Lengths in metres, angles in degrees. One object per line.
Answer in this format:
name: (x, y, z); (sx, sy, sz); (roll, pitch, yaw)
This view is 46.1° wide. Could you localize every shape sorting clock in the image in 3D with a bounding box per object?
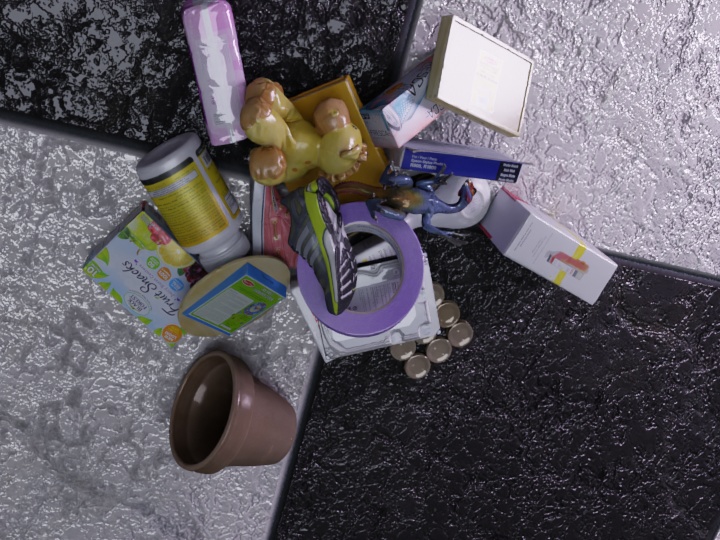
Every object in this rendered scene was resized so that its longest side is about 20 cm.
shape sorting clock: (-0.205, 0.042, 1.379); (0.196, 0.040, 0.201); (-22, 153, -12)

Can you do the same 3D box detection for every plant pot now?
plant pot: (-0.208, 0.259, 1.460); (0.173, 0.201, 0.202); (25, 107, -39)

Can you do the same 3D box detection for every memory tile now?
memory tile: (0.101, 0.091, 1.525); (0.152, 0.017, 0.201); (-37, 113, 6)

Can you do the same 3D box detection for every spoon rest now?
spoon rest: (0.137, -0.100, 1.430); (0.197, 0.060, 0.101); (-28, 117, -19)

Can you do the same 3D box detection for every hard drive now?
hard drive: (0.024, 0.056, 1.378); (0.195, 0.038, 0.143); (-12, 102, -3)

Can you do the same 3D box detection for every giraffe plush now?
giraffe plush: (-0.072, -0.188, 1.239); (0.158, 0.175, 0.203); (-7, 129, 9)

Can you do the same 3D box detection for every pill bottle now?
pill bottle: (-0.255, -0.102, 1.323); (0.111, 0.113, 0.203); (-27, 115, 2)

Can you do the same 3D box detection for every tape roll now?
tape roll: (0.000, 0.000, 1.313); (0.195, 0.066, 0.206); (0, 83, -1)

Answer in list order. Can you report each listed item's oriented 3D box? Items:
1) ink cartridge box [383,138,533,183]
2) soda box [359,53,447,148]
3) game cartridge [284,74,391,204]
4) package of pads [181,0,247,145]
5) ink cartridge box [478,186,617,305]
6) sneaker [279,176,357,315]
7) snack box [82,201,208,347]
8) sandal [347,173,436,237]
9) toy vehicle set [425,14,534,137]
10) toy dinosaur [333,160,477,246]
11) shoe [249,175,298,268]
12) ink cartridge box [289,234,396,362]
ink cartridge box: (0.145, -0.172, 1.322); (0.195, 0.200, 0.042); (5, 103, -12)
soda box: (0.094, -0.269, 1.301); (0.199, 0.063, 0.069); (-42, 119, -25)
game cartridge: (-0.054, -0.186, 1.339); (0.173, 0.033, 0.203); (-16, 118, 22)
package of pads: (-0.210, -0.297, 1.246); (0.074, 0.121, 0.204); (-12, 114, -5)
ink cartridge box: (0.317, -0.043, 1.441); (0.197, 0.146, 0.084); (28, 104, -21)
sneaker: (-0.060, -0.032, 1.245); (0.079, 0.074, 0.205); (-7, 101, 29)
snack box: (-0.332, 0.009, 1.387); (0.142, 0.053, 0.200); (-41, 115, 8)
sandal: (0.044, -0.096, 1.404); (0.197, 0.080, 0.055); (-28, 115, -3)
toy vehicle set: (0.189, -0.297, 1.312); (0.197, 0.026, 0.127); (15, 87, -39)
toy dinosaur: (0.086, -0.119, 1.273); (0.180, 0.198, 0.107); (1, 110, -53)
shoe: (-0.134, -0.093, 1.377); (0.089, 0.072, 0.204); (-2, 118, -11)
ink cartridge box: (-0.006, 0.043, 1.435); (0.197, 0.084, 0.147); (-26, 103, 1)
